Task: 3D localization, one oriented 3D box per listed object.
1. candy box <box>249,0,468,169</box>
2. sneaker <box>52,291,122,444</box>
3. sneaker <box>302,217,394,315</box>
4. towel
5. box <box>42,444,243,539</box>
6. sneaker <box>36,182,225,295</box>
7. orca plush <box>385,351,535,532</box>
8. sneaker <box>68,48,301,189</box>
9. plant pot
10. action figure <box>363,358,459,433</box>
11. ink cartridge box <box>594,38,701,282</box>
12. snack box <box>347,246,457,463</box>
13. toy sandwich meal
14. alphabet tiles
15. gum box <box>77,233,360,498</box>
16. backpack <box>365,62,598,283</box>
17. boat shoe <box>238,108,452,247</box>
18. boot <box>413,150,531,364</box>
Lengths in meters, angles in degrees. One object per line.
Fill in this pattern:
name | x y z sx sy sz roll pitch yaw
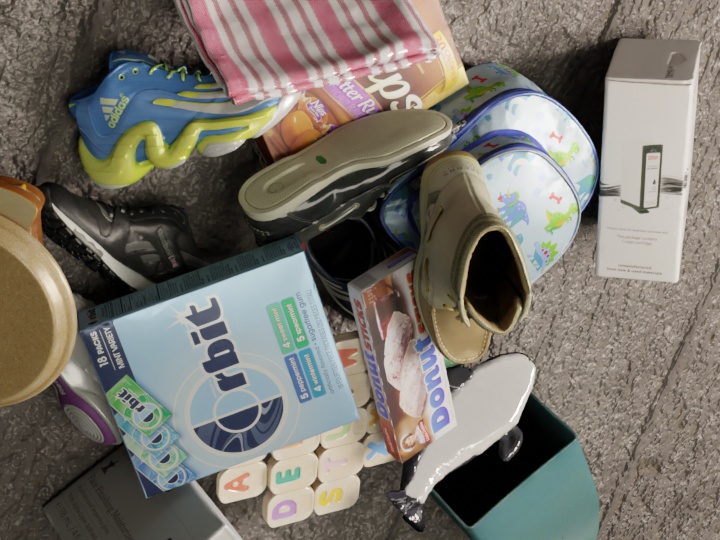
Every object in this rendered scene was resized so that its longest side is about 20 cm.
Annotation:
candy box | -0.012 -0.172 1.444 0.200 0.056 0.117 -33 123 -13
sneaker | -0.246 0.054 1.425 0.100 0.075 0.200 -47 126 -32
sneaker | 0.000 0.000 1.510 0.075 0.084 0.200 -48 125 -1
towel | -0.046 -0.213 1.354 0.199 0.147 0.030 -16 148 -22
box | -0.161 0.283 1.482 0.131 0.199 0.200 -38 124 -9
sneaker | -0.198 -0.033 1.409 0.200 0.076 0.088 43 74 -39
orca plush | 0.096 0.165 1.595 0.105 0.071 0.200 29 74 -6
sneaker | -0.153 -0.142 1.342 0.199 0.076 0.105 -22 113 10
plant pot | 0.156 0.229 1.673 0.141 0.141 0.200 -39 135 -8
action figure | 0.004 0.106 1.554 0.200 0.055 0.118 23 98 -52
ink cartridge box | 0.276 -0.110 1.567 0.084 0.146 0.201 5 114 13
snack box | 0.040 0.079 1.482 0.072 0.024 0.201 -32 128 -25
toy sandwich meal | -0.318 0.016 1.330 0.204 0.070 0.206 3 117 7
alphabet tiles | -0.039 0.148 1.501 0.195 0.015 0.201 -10 125 -25
gum box | -0.119 0.083 1.396 0.199 0.045 0.170 -19 114 -4
backpack | 0.120 -0.075 1.503 0.200 0.147 0.183 -45 125 -3
boat shoe | -0.009 -0.081 1.418 0.199 0.072 0.068 -27 132 -11
boot | 0.095 0.019 1.365 0.072 0.155 0.201 -8 119 -9
